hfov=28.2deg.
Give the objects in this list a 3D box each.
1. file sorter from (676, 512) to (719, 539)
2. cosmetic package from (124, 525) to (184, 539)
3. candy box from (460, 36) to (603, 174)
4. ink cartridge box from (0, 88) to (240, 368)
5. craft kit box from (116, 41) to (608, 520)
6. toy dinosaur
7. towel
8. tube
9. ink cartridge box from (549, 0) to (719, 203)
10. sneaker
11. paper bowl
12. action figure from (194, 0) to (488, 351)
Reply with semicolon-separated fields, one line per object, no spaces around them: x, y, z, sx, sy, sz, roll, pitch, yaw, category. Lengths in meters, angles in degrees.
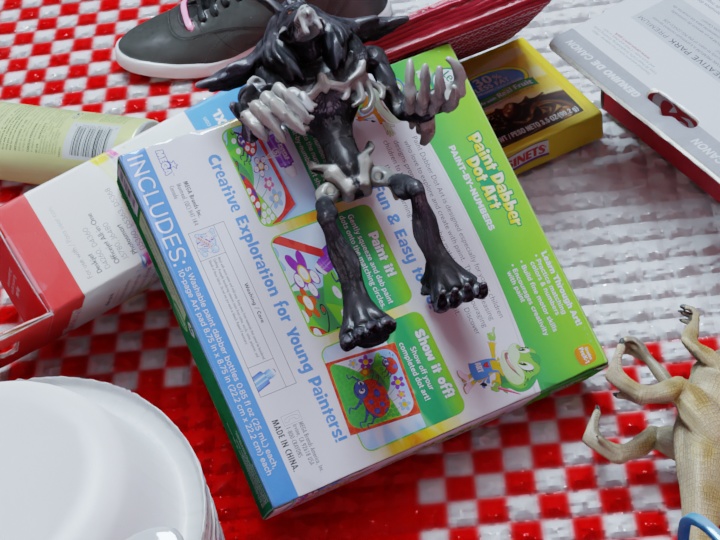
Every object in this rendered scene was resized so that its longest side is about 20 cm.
0.090;0.209;0.563;0.200;0.123;0.139;-25;48;-15;file sorter
-0.099;0.241;0.533;0.167;0.166;0.200;-21;48;-11;cosmetic package
0.043;-0.082;0.915;0.200;0.026;0.102;-24;44;-13;candy box
-0.143;-0.021;0.817;0.200;0.116;0.067;-30;87;-19;ink cartridge box
0.000;0.000;0.755;0.197;0.049;0.200;-21;78;-15;craft kit box
0.167;0.078;0.712;0.101;0.058;0.200;20;51;12;toy dinosaur
0.040;-0.138;0.873;0.144;0.023;0.200;-20;2;-2;towel
-0.223;-0.085;0.952;0.200;0.052;0.058;8;7;22;tube
0.237;-0.095;0.853;0.175;0.084;0.200;-27;48;-16;ink cartridge box
-0.082;-0.200;0.997;0.200;0.099;0.071;-13;48;-2;sneaker
-0.170;0.134;0.692;0.200;0.104;0.201;-6;45;6;paper bowl
-0.004;-0.069;0.703;0.119;0.102;0.200;-20;80;-16;action figure
